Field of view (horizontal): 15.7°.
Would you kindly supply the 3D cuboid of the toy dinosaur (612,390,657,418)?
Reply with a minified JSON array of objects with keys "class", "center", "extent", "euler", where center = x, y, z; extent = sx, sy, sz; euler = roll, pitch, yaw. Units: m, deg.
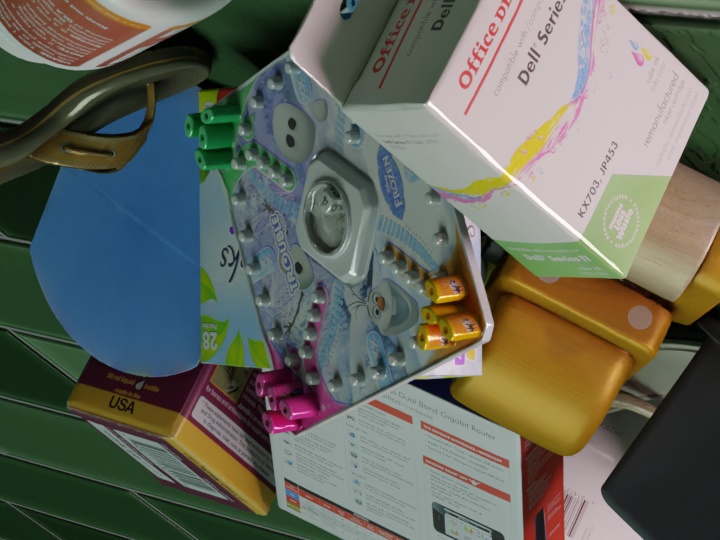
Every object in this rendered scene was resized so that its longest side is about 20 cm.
[{"class":"toy dinosaur","center":[0.110,0.076,1.647],"extent":[0.200,0.048,0.088],"euler":[18,-167,25]}]

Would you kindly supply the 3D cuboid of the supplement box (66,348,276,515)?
[{"class":"supplement box","center":[-0.088,0.043,1.757],"extent":[0.103,0.200,0.131],"euler":[14,159,37]}]

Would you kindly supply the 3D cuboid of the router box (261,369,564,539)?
[{"class":"router box","center":[0.033,0.113,1.638],"extent":[0.200,0.049,0.180],"euler":[24,139,27]}]

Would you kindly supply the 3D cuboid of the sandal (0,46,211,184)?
[{"class":"sandal","center":[-0.175,-0.077,1.606],"extent":[0.054,0.200,0.080],"euler":[62,-173,8]}]

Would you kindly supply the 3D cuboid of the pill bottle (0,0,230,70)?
[{"class":"pill bottle","center":[-0.137,-0.167,1.368],"extent":[0.112,0.112,0.200],"euler":[32,162,-19]}]

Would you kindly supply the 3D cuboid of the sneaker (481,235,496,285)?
[{"class":"sneaker","center":[0.068,0.015,1.672],"extent":[0.090,0.078,0.200],"euler":[6,178,-12]}]

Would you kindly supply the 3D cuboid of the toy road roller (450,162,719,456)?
[{"class":"toy road roller","center":[0.125,0.018,1.467],"extent":[0.123,0.146,0.200],"euler":[27,163,-1]}]

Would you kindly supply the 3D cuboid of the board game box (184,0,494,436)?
[{"class":"board game box","center":[-0.019,-0.028,1.425],"extent":[0.026,0.200,0.200],"euler":[-7,166,-36]}]

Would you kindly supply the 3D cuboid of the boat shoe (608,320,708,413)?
[{"class":"boat shoe","center":[0.196,0.051,1.641],"extent":[0.067,0.057,0.200],"euler":[49,150,-22]}]

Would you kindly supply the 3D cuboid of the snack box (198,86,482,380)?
[{"class":"snack box","center":[-0.014,-0.025,1.504],"extent":[0.068,0.169,0.200],"euler":[-1,-177,-35]}]

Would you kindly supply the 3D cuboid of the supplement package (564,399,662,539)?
[{"class":"supplement package","center":[0.130,0.139,1.812],"extent":[0.191,0.147,0.200],"euler":[28,162,-3]}]

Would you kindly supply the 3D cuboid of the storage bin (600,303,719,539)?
[{"class":"storage bin","center":[0.231,0.127,1.445],"extent":[0.146,0.134,0.200],"euler":[34,-173,-47]}]

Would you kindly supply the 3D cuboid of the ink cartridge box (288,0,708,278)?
[{"class":"ink cartridge box","center":[0.070,-0.095,1.267],"extent":[0.200,0.117,0.067],"euler":[38,159,-35]}]

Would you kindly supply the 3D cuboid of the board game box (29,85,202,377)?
[{"class":"board game box","center":[-0.128,-0.031,1.689],"extent":[0.158,0.200,0.039],"euler":[35,-156,27]}]
